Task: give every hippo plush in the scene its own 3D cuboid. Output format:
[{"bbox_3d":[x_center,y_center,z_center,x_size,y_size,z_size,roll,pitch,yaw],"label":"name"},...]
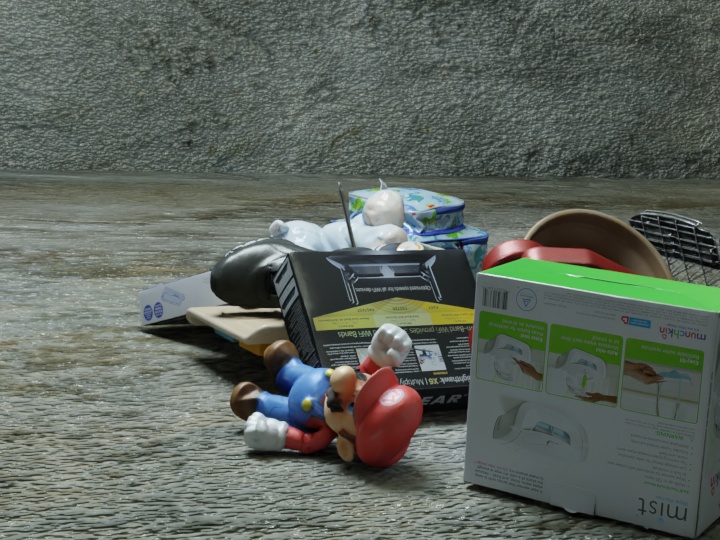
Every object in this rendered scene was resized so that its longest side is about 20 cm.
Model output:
[{"bbox_3d":[-0.033,-0.034,1.793,0.160,0.160,0.201,-1,52,-9],"label":"hippo plush"}]

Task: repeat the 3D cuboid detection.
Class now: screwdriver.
[{"bbox_3d":[0.000,0.000,1.594,0.028,0.201,0.029,-9,10,18],"label":"screwdriver"}]

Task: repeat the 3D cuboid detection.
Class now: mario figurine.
[{"bbox_3d":[-0.030,0.098,1.234,0.106,0.124,0.199,12,-3,-43],"label":"mario figurine"}]

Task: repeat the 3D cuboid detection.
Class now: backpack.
[{"bbox_3d":[0.076,-0.037,2.006,0.182,0.148,0.199,16,12,43],"label":"backpack"}]

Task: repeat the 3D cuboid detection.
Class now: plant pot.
[{"bbox_3d":[0.248,0.040,1.625,0.200,0.202,0.093,0,-28,-21],"label":"plant pot"}]

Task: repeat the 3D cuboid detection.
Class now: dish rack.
[{"bbox_3d":[0.382,0.018,1.664,0.054,0.201,0.153,-32,27,-26],"label":"dish rack"}]

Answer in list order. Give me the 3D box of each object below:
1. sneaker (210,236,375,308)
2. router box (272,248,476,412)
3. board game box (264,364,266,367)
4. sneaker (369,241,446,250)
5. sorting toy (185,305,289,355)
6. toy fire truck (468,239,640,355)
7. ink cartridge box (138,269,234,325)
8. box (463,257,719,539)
[{"bbox_3d":[-0.054,0.008,1.497,0.199,0.076,0.091,-3,11,-10],"label":"sneaker"},{"bbox_3d":[0.030,0.058,1.401,0.199,0.158,0.052,-1,-33,-27],"label":"router box"},{"bbox_3d":[0.015,0.095,1.512,0.199,0.035,0.135,-1,10,-23],"label":"board game box"},{"bbox_3d":[0.090,0.032,1.619,0.079,0.079,0.200,-9,-29,38],"label":"sneaker"},{"bbox_3d":[-0.064,0.059,1.510,0.184,0.037,0.200,-2,5,-27],"label":"sorting toy"},{"bbox_3d":[0.191,0.063,1.311,0.167,0.201,0.112,2,39,-6],"label":"toy fire truck"},{"bbox_3d":[-0.155,0.027,1.640,0.094,0.045,0.199,0,-10,-43],"label":"ink cartridge box"},{"bbox_3d":[0.190,0.095,1.139,0.199,0.178,0.097,9,13,31],"label":"box"}]
